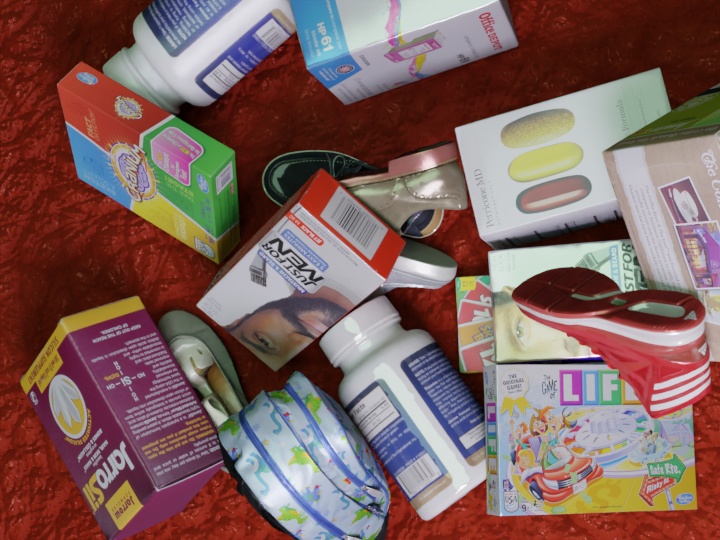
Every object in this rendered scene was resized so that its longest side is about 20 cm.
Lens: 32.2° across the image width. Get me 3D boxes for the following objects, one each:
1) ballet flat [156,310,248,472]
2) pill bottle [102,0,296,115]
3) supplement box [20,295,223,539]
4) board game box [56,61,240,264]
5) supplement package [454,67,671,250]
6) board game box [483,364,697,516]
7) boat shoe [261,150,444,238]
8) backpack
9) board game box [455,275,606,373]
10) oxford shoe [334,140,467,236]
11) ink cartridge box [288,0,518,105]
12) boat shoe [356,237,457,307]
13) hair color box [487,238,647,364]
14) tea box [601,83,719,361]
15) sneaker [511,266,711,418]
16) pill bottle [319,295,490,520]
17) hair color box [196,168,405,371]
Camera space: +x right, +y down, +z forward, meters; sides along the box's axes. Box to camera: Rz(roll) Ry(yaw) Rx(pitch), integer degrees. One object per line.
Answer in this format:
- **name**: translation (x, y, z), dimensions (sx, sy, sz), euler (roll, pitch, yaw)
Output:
- **ballet flat**: translation (-0.157, 0.123, 1.291), dimensions (0.067, 0.064, 0.201), euler (-35, 75, 8)
- **pill bottle**: translation (-0.168, -0.245, 1.310), dimensions (0.200, 0.120, 0.120), euler (-39, 75, 7)
- **supplement box**: translation (-0.241, 0.150, 1.265), dimensions (0.201, 0.103, 0.131), euler (56, 133, 15)
- **board game box**: translation (-0.216, -0.109, 1.292), dimensions (0.199, 0.154, 0.040), euler (31, 60, 17)
- **supplement package**: translation (0.205, -0.101, 1.196), dimensions (0.198, 0.109, 0.115), euler (-16, 79, 13)
- **board game box**: translation (0.212, 0.155, 1.153), dimensions (0.198, 0.034, 0.136), euler (1, 82, -16)
- **boat shoe**: translation (-0.012, -0.081, 1.279), dimensions (0.198, 0.062, 0.075), euler (16, 89, 18)
- **backpack**: translation (-0.052, 0.181, 1.163), dimensions (0.154, 0.199, 0.164), euler (-43, 54, 16)
- **board game box**: translation (0.194, 0.049, 1.226), dimensions (0.198, 0.030, 0.097), euler (-4, 82, 12)
- **oxford shoe**: translation (0.009, -0.061, 1.201), dimensions (0.199, 0.070, 0.075), euler (-17, 97, 27)
- **ink cartridge box**: translation (0.047, -0.249, 1.239), dimensions (0.198, 0.144, 0.085), euler (-18, 79, 12)
- **boat shoe**: translation (-0.001, 0.000, 1.270), dimensions (0.199, 0.070, 0.072), euler (11, 107, 15)
- **hair color box**: translation (0.224, 0.030, 1.174), dimensions (0.198, 0.065, 0.110), euler (-5, 82, 15)
- **tea box**: translation (0.342, -0.053, 1.065), dimensions (0.196, 0.133, 0.202), euler (-28, 103, -31)
- **sneaker**: translation (0.218, 0.071, 1.090), dimensions (0.078, 0.199, 0.116), euler (-30, 117, -27)
- **pill bottle**: translation (0.048, 0.129, 1.205), dimensions (0.111, 0.111, 0.201), euler (-37, 79, 8)
- **hair color box**: translation (-0.061, 0.004, 1.208), dimensions (0.111, 0.064, 0.200), euler (40, 135, -9)
